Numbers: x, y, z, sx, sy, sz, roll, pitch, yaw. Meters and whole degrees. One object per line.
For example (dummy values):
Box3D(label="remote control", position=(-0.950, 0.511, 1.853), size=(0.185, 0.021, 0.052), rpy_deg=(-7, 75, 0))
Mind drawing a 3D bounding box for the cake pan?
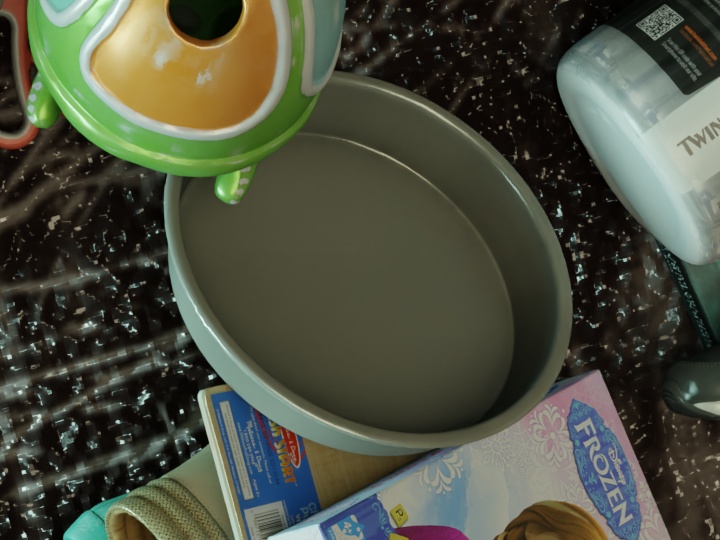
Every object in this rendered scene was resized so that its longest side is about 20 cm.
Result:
Box3D(label="cake pan", position=(0.000, 0.000, 1.206), size=(0.199, 0.037, 0.201), rpy_deg=(14, 52, -18))

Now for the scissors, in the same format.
Box3D(label="scissors", position=(-0.155, -0.157, 1.211), size=(0.073, 0.014, 0.202), rpy_deg=(-9, 102, -11))

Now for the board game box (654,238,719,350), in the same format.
Box3D(label="board game box", position=(0.244, 0.037, 1.333), size=(0.135, 0.028, 0.201), rpy_deg=(-27, 103, -9))

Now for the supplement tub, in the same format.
Box3D(label="supplement tub", position=(0.202, -0.104, 1.252), size=(0.199, 0.122, 0.123), rpy_deg=(-36, 105, -6))

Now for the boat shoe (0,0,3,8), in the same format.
Box3D(label="boat shoe", position=(-0.199, -0.063, 1.193), size=(0.056, 0.069, 0.201), rpy_deg=(27, 97, -24))

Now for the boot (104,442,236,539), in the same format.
Box3D(label="boot", position=(-0.023, 0.157, 1.225), size=(0.155, 0.073, 0.201), rpy_deg=(-37, 105, -44))

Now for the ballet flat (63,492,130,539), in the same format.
Box3D(label="ballet flat", position=(-0.063, 0.185, 1.263), size=(0.070, 0.067, 0.201), rpy_deg=(-39, 108, -19))

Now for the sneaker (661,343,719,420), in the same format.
Box3D(label="sneaker", position=(0.227, 0.015, 1.281), size=(0.199, 0.074, 0.085), rpy_deg=(-18, 96, -19))

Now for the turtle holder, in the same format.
Box3D(label="turtle holder", position=(-0.060, -0.135, 1.157), size=(0.141, 0.132, 0.186), rpy_deg=(37, 53, 7))

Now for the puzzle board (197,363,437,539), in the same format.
Box3D(label="puzzle board", position=(0.008, 0.138, 1.202), size=(0.150, 0.017, 0.202), rpy_deg=(-11, 83, -42))

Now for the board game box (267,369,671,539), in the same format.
Box3D(label="board game box", position=(0.075, 0.172, 1.209), size=(0.199, 0.041, 0.201), rpy_deg=(-26, 93, -43))
